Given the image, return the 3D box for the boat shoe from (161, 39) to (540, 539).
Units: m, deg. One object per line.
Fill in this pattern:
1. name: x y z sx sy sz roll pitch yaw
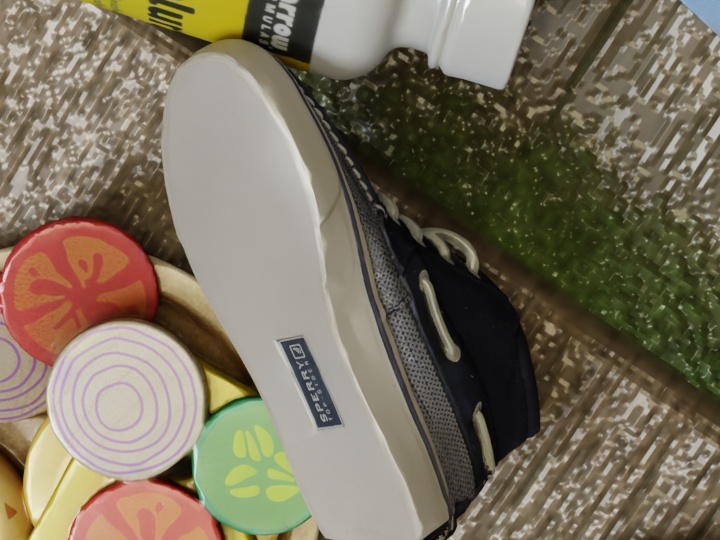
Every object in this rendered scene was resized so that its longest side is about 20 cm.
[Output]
1. boat shoe: 0.000 0.000 0.904 0.074 0.093 0.201 -3 114 41

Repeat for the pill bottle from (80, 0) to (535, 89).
1. pill bottle: -0.032 -0.132 0.877 0.199 0.111 0.112 17 102 1

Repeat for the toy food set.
1. toy food set: -0.112 0.082 0.955 0.199 0.049 0.199 29 101 -1

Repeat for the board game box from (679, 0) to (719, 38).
1. board game box: 0.170 -0.156 0.897 0.200 0.039 0.158 42 107 -2
